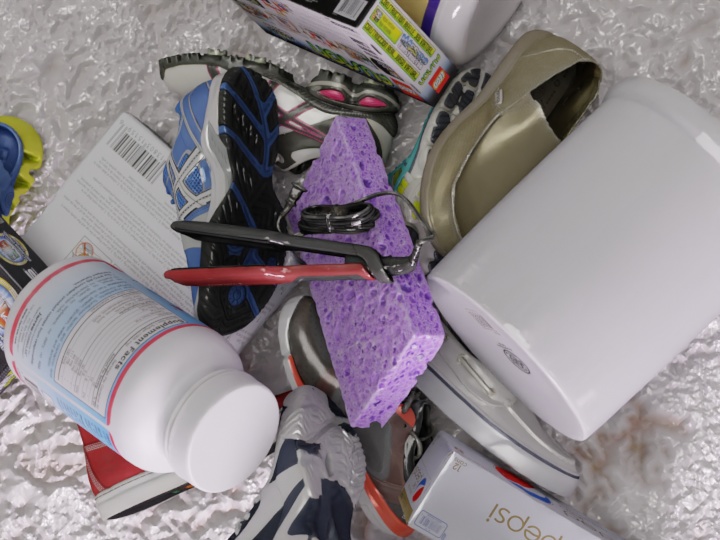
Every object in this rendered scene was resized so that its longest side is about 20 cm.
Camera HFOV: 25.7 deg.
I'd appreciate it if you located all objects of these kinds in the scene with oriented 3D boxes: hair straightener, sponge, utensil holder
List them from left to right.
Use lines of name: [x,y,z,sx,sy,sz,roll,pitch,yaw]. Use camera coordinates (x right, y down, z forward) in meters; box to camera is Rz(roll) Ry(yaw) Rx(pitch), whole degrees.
hair straightener: [-0.042,-0.029,1.084,0.200,0.041,0.077,-2,78,25]
sponge: [0.000,0.000,1.139,0.112,0.030,0.200,-58,40,44]
utensil holder: [0.170,-0.005,1.094,0.200,0.170,0.170,-44,78,-9]

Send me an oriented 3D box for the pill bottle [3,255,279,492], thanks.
pill bottle: [-0.154,0.074,1.115,0.200,0.109,0.109,29,94,36]

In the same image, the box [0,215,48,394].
box: [-0.336,0.008,1.232,0.200,0.044,0.160,47,120,3]

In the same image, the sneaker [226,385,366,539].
sneaker: [-0.063,0.182,1.109,0.130,0.079,0.199,-31,48,25]

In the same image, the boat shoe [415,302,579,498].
boat shoe: [0.094,0.086,1.183,0.200,0.072,0.066,42,97,23]

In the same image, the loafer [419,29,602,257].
loafer: [0.111,-0.095,1.152,0.068,0.076,0.200,10,63,46]

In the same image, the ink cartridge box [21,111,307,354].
ink cartridge box: [-0.168,0.001,1.242,0.200,0.044,0.174,40,92,22]

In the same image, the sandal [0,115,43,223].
sandal: [-0.321,-0.031,1.281,0.079,0.087,0.200,10,91,13]

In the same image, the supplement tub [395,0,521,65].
supplement tub: [0.026,-0.260,1.181,0.200,0.145,0.146,32,94,14]

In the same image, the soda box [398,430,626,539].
soda box: [0.127,0.196,1.133,0.200,0.068,0.064,32,94,-8]

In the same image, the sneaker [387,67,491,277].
sneaker: [0.044,-0.067,1.199,0.080,0.077,0.200,14,73,51]

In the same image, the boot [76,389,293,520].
boot: [-0.137,0.095,1.239,0.200,0.072,0.144,-23,77,12]

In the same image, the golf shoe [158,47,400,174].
golf shoe: [-0.070,-0.122,1.233,0.200,0.077,0.088,14,96,14]

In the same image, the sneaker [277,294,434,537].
sneaker: [0.014,0.098,1.189,0.082,0.077,0.200,-30,92,30]

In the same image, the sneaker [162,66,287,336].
sneaker: [-0.105,-0.049,1.185,0.077,0.076,0.200,-8,75,42]

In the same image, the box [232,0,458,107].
box: [-0.030,-0.190,1.167,0.200,0.110,0.035,30,84,41]
